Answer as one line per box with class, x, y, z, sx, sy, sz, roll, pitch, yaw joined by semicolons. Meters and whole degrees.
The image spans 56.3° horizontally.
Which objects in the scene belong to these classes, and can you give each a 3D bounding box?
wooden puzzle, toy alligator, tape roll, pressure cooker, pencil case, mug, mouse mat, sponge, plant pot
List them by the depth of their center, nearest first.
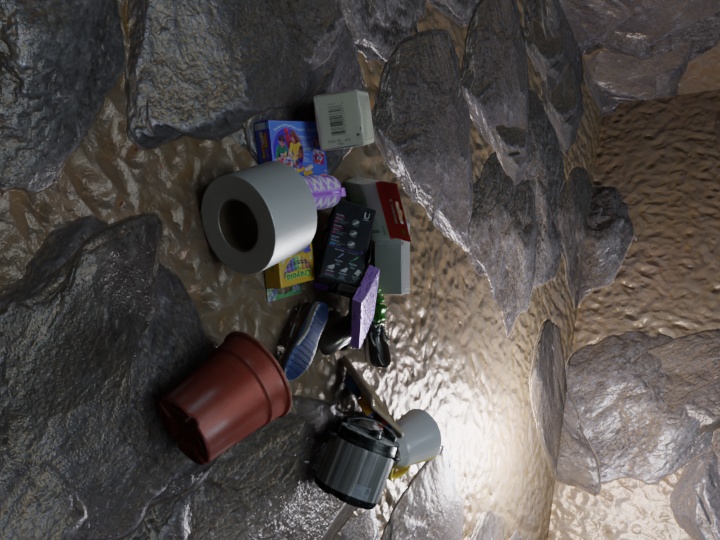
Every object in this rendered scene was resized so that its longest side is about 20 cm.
plant pot;-0.270;0.254;1.304;0.195;0.199;0.204;-35;118;-40
tape roll;-0.205;-0.109;1.371;0.139;0.200;0.206;-29;114;-50
pencil case;-0.124;-0.175;1.530;0.199;0.084;0.085;-19;102;-55
sponge;0.009;0.091;1.631;0.201;0.029;0.112;95;18;-52
pressure cooker;-0.002;0.462;1.660;0.176;0.177;0.203;32;78;-59
mouse mat;0.000;0.000;1.690;0.162;0.007;0.202;-86;-169;-56
wooden puzzle;0.021;0.337;1.753;0.046;0.186;0.201;-36;132;-2
toy alligator;0.045;0.090;1.781;0.202;0.054;0.059;62;20;14
mug;0.132;0.507;1.916;0.152;0.148;0.190;-13;94;-46

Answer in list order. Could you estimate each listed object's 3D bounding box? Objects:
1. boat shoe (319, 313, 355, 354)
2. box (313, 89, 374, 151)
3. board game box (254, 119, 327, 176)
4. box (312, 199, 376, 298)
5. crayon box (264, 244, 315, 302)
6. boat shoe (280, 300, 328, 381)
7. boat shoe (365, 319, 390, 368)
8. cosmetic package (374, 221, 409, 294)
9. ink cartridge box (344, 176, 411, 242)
boat shoe;-0.031;0.172;1.732;0.199;0.074;0.074;-35;118;-48
box;-0.037;-0.363;1.627;0.200;0.107;0.130;-59;142;-75
board game box;-0.157;-0.278;1.573;0.199;0.044;0.137;-15;102;-54
box;-0.040;-0.052;1.649;0.104;0.122;0.203;15;73;-9
crayon box;-0.166;-0.037;1.556;0.125;0.051;0.204;-15;103;-54
boat shoe;-0.143;0.163;1.571;0.072;0.072;0.202;53;54;-42
boat shoe;0.042;0.172;1.847;0.073;0.060;0.203;-21;107;-51
cosmetic package;0.089;-0.033;1.878;0.107;0.089;0.204;-7;94;-72
ink cartridge box;0.043;-0.152;1.732;0.050;0.199;0.163;-25;114;-21
